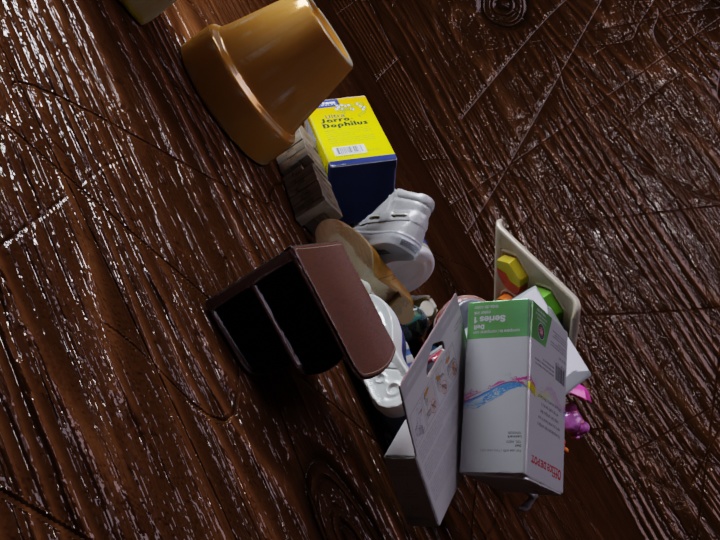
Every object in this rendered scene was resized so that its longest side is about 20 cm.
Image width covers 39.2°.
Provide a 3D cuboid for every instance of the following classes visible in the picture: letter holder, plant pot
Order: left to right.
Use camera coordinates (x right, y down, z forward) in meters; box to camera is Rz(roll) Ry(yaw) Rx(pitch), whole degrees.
[{"bbox_3d":[-0.117,-0.281,1.399,0.201,0.182,0.201,54,12,-17],"label":"plant pot"},{"bbox_3d":[-0.048,0.059,1.002,0.143,0.100,0.200,60,12,3],"label":"letter holder"}]

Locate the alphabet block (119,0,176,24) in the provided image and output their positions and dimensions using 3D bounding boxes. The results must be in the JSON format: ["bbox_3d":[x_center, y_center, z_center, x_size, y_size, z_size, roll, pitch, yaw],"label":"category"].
[{"bbox_3d":[-0.259,-0.467,1.257,0.197,0.199,0.196,49,13,-34],"label":"alphabet block"}]

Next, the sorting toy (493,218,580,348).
[{"bbox_3d":[0.240,0.052,1.429,0.201,0.036,0.186,54,-19,37],"label":"sorting toy"}]

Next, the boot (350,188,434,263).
[{"bbox_3d":[0.042,-0.068,1.499,0.073,0.096,0.199,33,-15,-28],"label":"boot"}]

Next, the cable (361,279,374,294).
[{"bbox_3d":[-0.039,0.004,1.300,0.098,0.050,0.200,61,11,24],"label":"cable"}]

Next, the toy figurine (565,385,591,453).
[{"bbox_3d":[0.343,0.280,1.848,0.202,0.183,0.150,60,12,10],"label":"toy figurine"}]

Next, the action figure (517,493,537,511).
[{"bbox_3d":[0.225,0.251,1.599,0.201,0.103,0.195,-91,163,-59],"label":"action figure"}]

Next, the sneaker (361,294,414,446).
[{"bbox_3d":[0.045,0.140,1.255,0.147,0.080,0.201,58,5,-43],"label":"sneaker"}]

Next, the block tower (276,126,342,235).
[{"bbox_3d":[-0.081,-0.136,1.492,0.058,0.054,0.201,46,17,-41],"label":"block tower"}]

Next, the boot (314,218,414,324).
[{"bbox_3d":[0.001,0.000,1.486,0.201,0.071,0.144,46,0,-11],"label":"boot"}]

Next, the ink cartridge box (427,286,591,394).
[{"bbox_3d":[0.174,0.143,1.351,0.146,0.199,0.145,57,-27,4],"label":"ink cartridge box"}]

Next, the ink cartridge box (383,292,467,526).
[{"bbox_3d":[0.080,0.150,1.124,0.200,0.044,0.178,-50,129,-54],"label":"ink cartridge box"}]

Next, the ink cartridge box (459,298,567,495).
[{"bbox_3d":[0.183,0.152,1.185,0.145,0.083,0.203,34,56,-56],"label":"ink cartridge box"}]

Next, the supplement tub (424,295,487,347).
[{"bbox_3d":[0.164,0.101,1.612,0.108,0.106,0.200,59,-11,11],"label":"supplement tub"}]

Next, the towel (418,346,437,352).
[{"bbox_3d":[0.131,0.202,1.500,0.112,0.048,0.201,52,13,-26],"label":"towel"}]

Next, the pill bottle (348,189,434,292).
[{"bbox_3d":[0.037,-0.067,1.660,0.111,0.110,0.201,42,19,-52],"label":"pill bottle"}]

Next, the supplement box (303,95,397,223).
[{"bbox_3d":[-0.020,-0.179,1.610,0.201,0.108,0.110,-112,-161,-48],"label":"supplement box"}]

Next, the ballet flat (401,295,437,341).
[{"bbox_3d":[0.094,0.072,1.643,0.075,0.074,0.200,56,11,-3],"label":"ballet flat"}]
